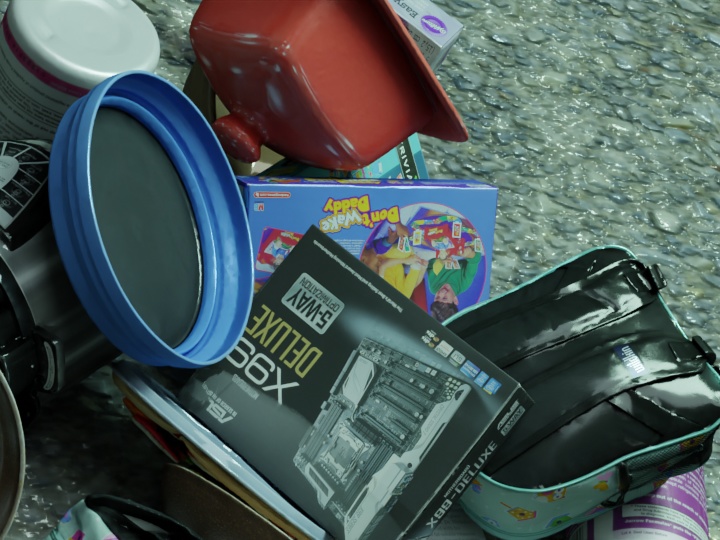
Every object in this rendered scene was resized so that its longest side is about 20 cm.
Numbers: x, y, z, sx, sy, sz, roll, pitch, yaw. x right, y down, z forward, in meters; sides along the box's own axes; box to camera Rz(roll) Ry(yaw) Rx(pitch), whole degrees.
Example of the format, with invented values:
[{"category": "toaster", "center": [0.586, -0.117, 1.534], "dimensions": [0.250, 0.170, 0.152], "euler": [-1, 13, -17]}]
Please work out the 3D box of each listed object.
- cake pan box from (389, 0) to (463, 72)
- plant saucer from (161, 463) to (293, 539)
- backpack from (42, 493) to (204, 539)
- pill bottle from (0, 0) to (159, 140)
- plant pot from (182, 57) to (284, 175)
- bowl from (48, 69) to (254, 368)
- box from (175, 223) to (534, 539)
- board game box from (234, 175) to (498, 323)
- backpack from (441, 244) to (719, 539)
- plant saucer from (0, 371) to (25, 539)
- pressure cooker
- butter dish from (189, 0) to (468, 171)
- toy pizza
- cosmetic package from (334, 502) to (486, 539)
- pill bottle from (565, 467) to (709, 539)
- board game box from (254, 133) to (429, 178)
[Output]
[{"category": "cake pan box", "center": [-0.028, -0.192, 1.569], "dimensions": [0.200, 0.185, 0.052], "euler": [38, 44, 4]}, {"category": "plant saucer", "center": [-0.060, 0.202, 1.181], "dimensions": [0.200, 0.200, 0.037], "euler": [37, 75, 3]}, {"category": "backpack", "center": [-0.125, 0.230, 1.105], "dimensions": [0.200, 0.167, 0.127], "euler": [40, 75, 12]}, {"category": "pill bottle", "center": [-0.234, -0.111, 1.334], "dimensions": [0.113, 0.200, 0.114], "euler": [19, 41, -18]}, {"category": "plant pot", "center": [-0.088, -0.114, 1.491], "dimensions": [0.200, 0.092, 0.203], "euler": [14, 72, -50]}, {"category": "bowl", "center": [-0.138, -0.031, 1.203], "dimensions": [0.201, 0.039, 0.202], "euler": [43, 40, -50]}, {"category": "box", "center": [-0.006, 0.089, 1.243], "dimensions": [0.200, 0.158, 0.050], "euler": [38, -3, 26]}, {"category": "board game box", "center": [0.000, 0.000, 1.350], "dimensions": [0.199, 0.136, 0.045], "euler": [0, 10, -21]}, {"category": "backpack", "center": [0.140, 0.099, 1.310], "dimensions": [0.199, 0.154, 0.176], "euler": [-19, 62, -20]}, {"category": "plant saucer", "center": [-0.301, 0.110, 1.107], "dimensions": [0.200, 0.201, 0.034], "euler": [32, 4, -1]}, {"category": "pressure cooker", "center": [-0.255, 0.020, 1.213], "dimensions": [0.200, 0.176, 0.179], "euler": [-35, 93, -47]}, {"category": "butter dish", "center": [-0.052, -0.142, 1.349], "dimensions": [0.148, 0.200, 0.199], "euler": [-48, 38, -15]}, {"category": "toy pizza", "center": [-0.100, 0.133, 1.237], "dimensions": [0.200, 0.032, 0.200], "euler": [40, -4, 4]}, {"category": "cosmetic package", "center": [0.037, 0.218, 1.290], "dimensions": [0.101, 0.071, 0.201], "euler": [5, 48, -32]}, {"category": "pill bottle", "center": [0.216, 0.181, 1.417], "dimensions": [0.112, 0.112, 0.201], "euler": [22, 42, -14]}, {"category": "board game box", "center": [-0.010, -0.032, 1.463], "dimensions": [0.200, 0.047, 0.152], "euler": [-36, 115, -49]}]
